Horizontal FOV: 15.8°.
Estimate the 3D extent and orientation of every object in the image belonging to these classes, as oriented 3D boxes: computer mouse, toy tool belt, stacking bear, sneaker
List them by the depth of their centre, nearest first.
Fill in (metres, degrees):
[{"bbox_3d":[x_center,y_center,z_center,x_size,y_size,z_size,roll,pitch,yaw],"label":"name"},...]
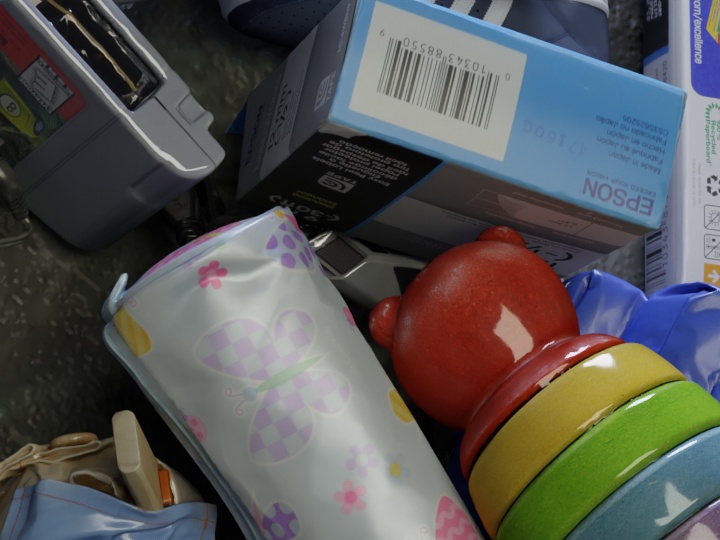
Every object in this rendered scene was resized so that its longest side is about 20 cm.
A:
[{"bbox_3d":[0.087,0.073,1.001,0.121,0.114,0.200,-37,70,-9],"label":"stacking bear"},{"bbox_3d":[-0.100,0.161,1.021,0.124,0.123,0.201,1,80,-13],"label":"toy tool belt"},{"bbox_3d":[0.000,0.000,1.145,0.199,0.110,0.044,9,115,-28],"label":"computer mouse"},{"bbox_3d":[0.033,-0.087,1.183,0.199,0.070,0.109,0,75,-28],"label":"sneaker"}]

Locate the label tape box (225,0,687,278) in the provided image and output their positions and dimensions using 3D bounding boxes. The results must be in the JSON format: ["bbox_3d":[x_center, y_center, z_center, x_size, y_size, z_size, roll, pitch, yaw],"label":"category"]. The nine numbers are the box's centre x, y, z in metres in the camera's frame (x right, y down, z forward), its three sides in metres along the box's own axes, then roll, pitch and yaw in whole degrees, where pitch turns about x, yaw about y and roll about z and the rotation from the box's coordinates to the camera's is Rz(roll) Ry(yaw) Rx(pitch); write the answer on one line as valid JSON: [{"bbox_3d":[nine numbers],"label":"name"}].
[{"bbox_3d":[0.029,-0.043,1.089,0.142,0.200,0.067,17,71,-14],"label":"label tape box"}]

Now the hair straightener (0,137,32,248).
[{"bbox_3d":[-0.219,-0.074,1.079,0.200,0.041,0.077,43,104,-8],"label":"hair straightener"}]

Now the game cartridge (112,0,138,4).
[{"bbox_3d":[-0.056,-0.205,1.079,0.042,0.132,0.201,53,33,-52],"label":"game cartridge"}]

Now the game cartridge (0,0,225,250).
[{"bbox_3d":[-0.150,-0.097,1.064,0.200,0.133,0.041,48,64,-7],"label":"game cartridge"}]

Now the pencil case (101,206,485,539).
[{"bbox_3d":[-0.020,0.076,1.012,0.090,0.083,0.201,-30,89,-1],"label":"pencil case"}]

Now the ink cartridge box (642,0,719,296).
[{"bbox_3d":[0.233,-0.068,1.287,0.199,0.047,0.199,9,72,-24],"label":"ink cartridge box"}]

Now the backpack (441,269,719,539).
[{"bbox_3d":[0.111,0.116,1.123,0.167,0.163,0.201,24,76,5],"label":"backpack"}]
